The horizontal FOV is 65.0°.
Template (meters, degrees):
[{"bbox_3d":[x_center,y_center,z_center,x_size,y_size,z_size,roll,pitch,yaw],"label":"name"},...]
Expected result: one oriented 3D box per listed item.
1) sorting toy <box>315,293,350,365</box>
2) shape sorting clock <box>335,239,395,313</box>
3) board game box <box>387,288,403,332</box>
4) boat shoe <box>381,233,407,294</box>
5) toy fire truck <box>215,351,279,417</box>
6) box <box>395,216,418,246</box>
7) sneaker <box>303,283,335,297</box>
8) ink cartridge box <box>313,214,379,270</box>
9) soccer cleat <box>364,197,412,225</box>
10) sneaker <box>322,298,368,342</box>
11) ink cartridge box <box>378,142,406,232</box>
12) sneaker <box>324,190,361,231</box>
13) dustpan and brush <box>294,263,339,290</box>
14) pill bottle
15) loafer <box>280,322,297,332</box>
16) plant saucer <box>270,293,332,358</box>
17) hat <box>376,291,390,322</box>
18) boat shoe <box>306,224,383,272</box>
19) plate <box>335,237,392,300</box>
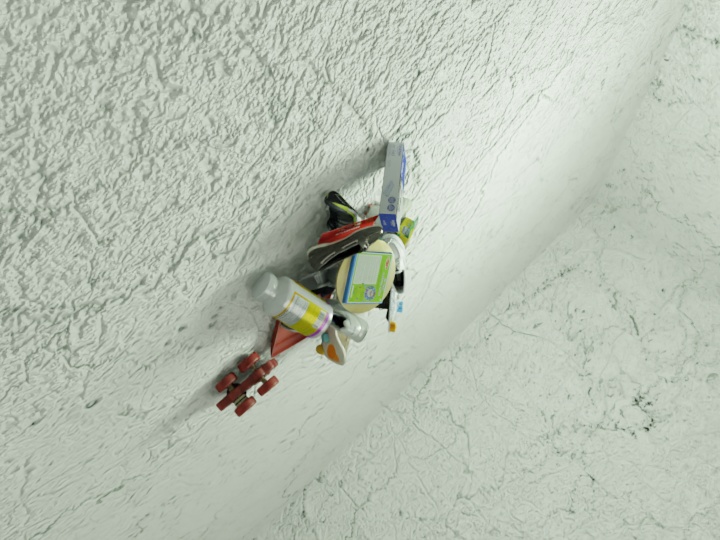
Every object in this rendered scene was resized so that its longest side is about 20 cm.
[{"bbox_3d":[-0.074,0.159,1.773,0.201,0.106,0.181,-75,173,-55],"label":"sorting toy"},{"bbox_3d":[0.014,0.015,1.462,0.199,0.039,0.202,-14,115,-33],"label":"shape sorting clock"},{"bbox_3d":[0.125,0.080,1.899,0.200,0.026,0.202,-57,152,-68],"label":"board game box"},{"bbox_3d":[0.107,-0.017,1.692,0.073,0.066,0.201,-13,127,12],"label":"boat shoe"},{"bbox_3d":[-0.322,0.328,1.629,0.200,0.112,0.168,-41,175,-9],"label":"toy fire truck"},{"bbox_3d":[0.118,-0.078,1.763,0.201,0.048,0.117,-63,176,36],"label":"box"},{"bbox_3d":[-0.148,0.060,1.563,0.082,0.071,0.199,-27,177,36],"label":"sneaker"},{"bbox_3d":[-0.036,-0.067,1.423,0.160,0.050,0.200,-21,173,-19],"label":"ink cartridge box"},{"bbox_3d":[0.092,-0.157,1.592,0.199,0.078,0.070,-20,146,-48],"label":"soccer cleat"},{"bbox_3d":[-0.063,0.117,1.484,0.087,0.199,0.075,27,89,-42],"label":"sneaker"},{"bbox_3d":[0.081,-0.205,1.392,0.094,0.044,0.202,69,26,-65],"label":"ink cartridge box"},{"bbox_3d":[-0.050,-0.128,1.402,0.081,0.074,0.200,-44,156,0],"label":"sneaker"},{"bbox_3d":[-0.091,0.027,1.504,0.139,0.058,0.200,-22,180,12],"label":"dustpan and brush"},{"bbox_3d":[-0.170,0.082,1.397,0.200,0.104,0.104,36,98,-32],"label":"pill bottle"},{"bbox_3d":[-0.155,0.126,1.552,0.063,0.071,0.200,-68,161,7],"label":"loafer"},{"bbox_3d":[-0.180,0.144,1.653,0.199,0.037,0.201,-28,150,-38],"label":"plant saucer"},{"bbox_3d":[0.074,0.072,1.914,0.201,0.080,0.203,7,90,-79],"label":"hat"},{"bbox_3d":[-0.030,-0.049,1.356,0.198,0.057,0.067,-21,155,-10],"label":"boat shoe"},{"bbox_3d":[0.000,0.000,1.585,0.200,0.032,0.200,-48,177,-19],"label":"plate"}]
